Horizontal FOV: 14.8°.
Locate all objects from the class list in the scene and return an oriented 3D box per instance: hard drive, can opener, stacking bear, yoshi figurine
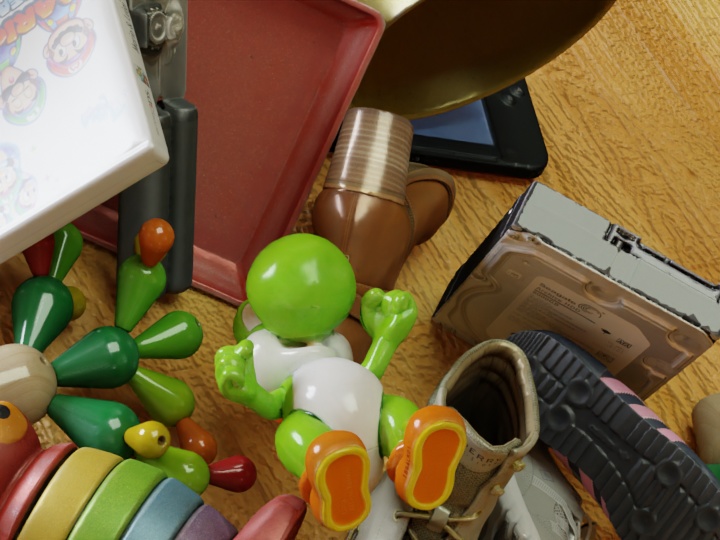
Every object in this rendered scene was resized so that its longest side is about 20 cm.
[{"bbox_3d":[0.130,0.024,1.668,0.139,0.200,0.038,29,68,-4],"label":"hard drive"},{"bbox_3d":[-0.133,-0.084,1.642,0.067,0.201,0.053,12,17,31],"label":"can opener"},{"bbox_3d":[-0.149,0.137,1.463,0.200,0.114,0.121,29,34,7],"label":"stacking bear"},{"bbox_3d":[-0.020,0.047,1.503,0.112,0.112,0.200,39,6,-35],"label":"yoshi figurine"}]

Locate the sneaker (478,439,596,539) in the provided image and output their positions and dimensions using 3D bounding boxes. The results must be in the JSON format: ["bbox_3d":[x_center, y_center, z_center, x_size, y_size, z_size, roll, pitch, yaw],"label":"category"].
[{"bbox_3d":[0.109,0.159,1.613,0.082,0.075,0.200,3,49,-25],"label":"sneaker"}]

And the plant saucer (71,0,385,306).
[{"bbox_3d":[-0.114,-0.106,1.673,0.199,0.200,0.037,23,11,-9],"label":"plant saucer"}]

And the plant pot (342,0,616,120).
[{"bbox_3d":[0.050,-0.207,1.759,0.200,0.200,0.142,-12,67,-37],"label":"plant pot"}]

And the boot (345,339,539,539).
[{"bbox_3d":[0.036,0.145,1.527,0.072,0.155,0.200,26,43,-6],"label":"boot"}]

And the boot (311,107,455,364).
[{"bbox_3d":[0.000,0.000,1.690,0.073,0.200,0.155,10,78,14],"label":"boot"}]

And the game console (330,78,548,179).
[{"bbox_3d":[0.041,-0.168,1.849,0.199,0.119,0.173,7,48,-24],"label":"game console"}]

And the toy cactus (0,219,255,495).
[{"bbox_3d":[-0.157,0.054,1.550,0.165,0.102,0.200,-16,68,-28],"label":"toy cactus"}]

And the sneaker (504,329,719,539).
[{"bbox_3d":[0.162,0.111,1.632,0.200,0.070,0.082,50,14,13],"label":"sneaker"}]

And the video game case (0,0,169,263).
[{"bbox_3d":[-0.212,-0.086,1.588,0.024,0.200,0.182,41,25,-50],"label":"video game case"}]

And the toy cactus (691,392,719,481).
[{"bbox_3d":[0.244,0.136,1.713,0.199,0.102,0.165,-1,41,-18],"label":"toy cactus"}]
